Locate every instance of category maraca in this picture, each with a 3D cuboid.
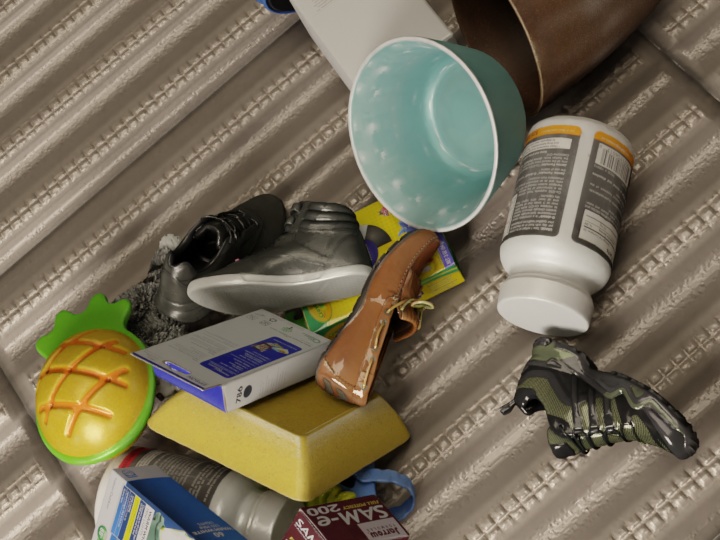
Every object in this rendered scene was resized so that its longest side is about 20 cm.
[{"bbox_3d":[-0.276,0.110,1.507,0.136,0.107,0.201,-22,51,5],"label":"maraca"}]

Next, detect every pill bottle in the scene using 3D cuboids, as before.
[{"bbox_3d":[0.204,-0.044,1.475,0.115,0.116,0.202,7,68,23],"label":"pill bottle"},{"bbox_3d":[-0.159,0.248,1.477,0.198,0.111,0.112,8,69,24],"label":"pill bottle"}]

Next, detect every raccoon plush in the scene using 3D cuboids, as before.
[{"bbox_3d":[-0.195,0.051,1.602,0.132,0.097,0.202,12,70,17],"label":"raccoon plush"}]

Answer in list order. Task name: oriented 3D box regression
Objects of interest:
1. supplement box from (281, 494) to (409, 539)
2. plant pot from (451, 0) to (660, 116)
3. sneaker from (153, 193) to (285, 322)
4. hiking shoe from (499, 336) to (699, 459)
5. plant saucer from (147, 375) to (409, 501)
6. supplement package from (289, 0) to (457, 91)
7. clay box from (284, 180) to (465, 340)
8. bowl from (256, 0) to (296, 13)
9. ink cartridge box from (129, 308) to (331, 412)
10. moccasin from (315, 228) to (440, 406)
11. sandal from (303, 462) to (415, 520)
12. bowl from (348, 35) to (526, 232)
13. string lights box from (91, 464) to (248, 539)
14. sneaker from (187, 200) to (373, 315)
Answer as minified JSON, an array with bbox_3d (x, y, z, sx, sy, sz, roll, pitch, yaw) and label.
[{"bbox_3d":[-0.048,0.306,1.357,0.061,0.108,0.201,45,118,31],"label":"supplement box"},{"bbox_3d":[0.225,-0.295,1.566,0.199,0.188,0.188,-29,58,-10],"label":"plant pot"},{"bbox_3d":[-0.144,-0.029,1.590,0.075,0.091,0.200,28,49,17],"label":"sneaker"},{"bbox_3d":[0.231,0.147,1.408,0.199,0.076,0.101,28,86,39],"label":"hiking shoe"},{"bbox_3d":[-0.076,0.139,1.454,0.198,0.199,0.049,21,114,28],"label":"plant saucer"},{"bbox_3d":[0.022,-0.260,1.646,0.121,0.120,0.201,-34,58,1],"label":"supplement package"},{"bbox_3d":[0.000,0.000,1.572,0.198,0.048,0.116,-26,59,6],"label":"clay box"},{"bbox_3d":[-0.044,-0.370,1.684,0.200,0.201,0.040,-36,77,1],"label":"bowl"},{"bbox_3d":[-0.126,0.090,1.438,0.099,0.199,0.040,24,113,31],"label":"ink cartridge box"},{"bbox_3d":[0.031,0.045,1.466,0.077,0.074,0.202,24,59,14],"label":"moccasin"},{"bbox_3d":[-0.018,0.210,1.472,0.087,0.080,0.200,-30,50,-29],"label":"sandal"},{"bbox_3d":[0.092,-0.151,1.513,0.200,0.203,0.105,32,37,30],"label":"bowl"},{"bbox_3d":[-0.166,0.273,1.357,0.199,0.059,0.104,29,108,40],"label":"string lights box"},{"bbox_3d":[-0.085,-0.016,1.540,0.197,0.071,0.100,-8,61,3],"label":"sneaker"}]
